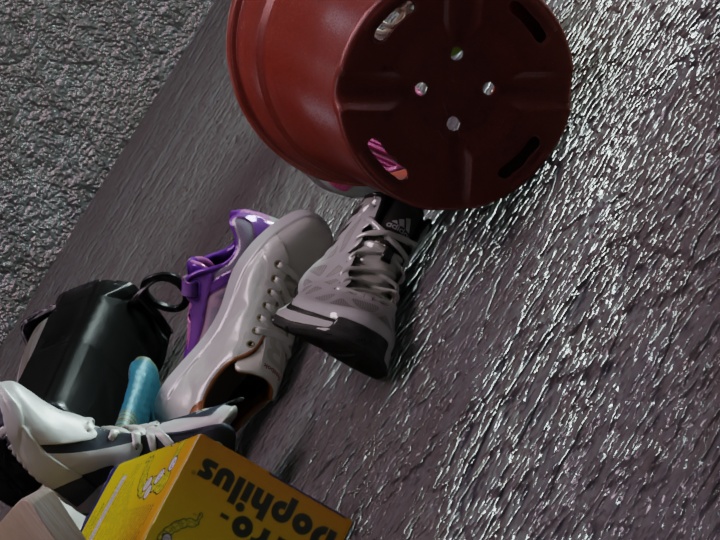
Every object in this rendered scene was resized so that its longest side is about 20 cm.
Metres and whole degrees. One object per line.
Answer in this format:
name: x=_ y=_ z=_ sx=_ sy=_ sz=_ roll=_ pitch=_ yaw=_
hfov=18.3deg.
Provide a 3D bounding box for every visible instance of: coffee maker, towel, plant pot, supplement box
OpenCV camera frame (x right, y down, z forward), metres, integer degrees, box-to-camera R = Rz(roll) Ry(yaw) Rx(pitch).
coffee maker: x=-0.259 y=0.106 z=2.079 sx=0.192 sy=0.135 sz=0.200 roll=-50 pitch=16 yaw=34
towel: x=-0.169 y=0.176 z=1.636 sx=0.200 sy=0.022 sz=0.147 roll=-77 pitch=-16 yaw=-54
plant pot: x=0.033 y=-0.129 z=1.397 sx=0.201 sy=0.201 sz=0.195 roll=-58 pitch=21 yaw=5
supplement box: x=-0.104 y=0.180 z=1.351 sx=0.110 sy=0.109 sz=0.200 roll=-63 pitch=14 yaw=-18

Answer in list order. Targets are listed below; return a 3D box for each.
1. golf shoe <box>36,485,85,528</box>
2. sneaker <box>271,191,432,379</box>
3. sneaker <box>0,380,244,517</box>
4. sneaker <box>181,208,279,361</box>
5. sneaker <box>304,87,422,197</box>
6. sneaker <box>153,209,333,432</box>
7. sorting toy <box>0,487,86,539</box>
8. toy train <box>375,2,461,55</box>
golf shoe: x=-0.246 y=0.250 z=1.849 sx=0.092 sy=0.073 sz=0.200 roll=-33 pitch=37 yaw=50
sneaker: x=0.000 y=0.000 z=1.447 sx=0.115 sy=0.076 sz=0.200 roll=-61 pitch=10 yaw=0
sneaker: x=-0.144 y=0.113 z=1.489 sx=0.130 sy=0.199 sz=0.079 roll=-48 pitch=5 yaw=-4
sneaker: x=-0.112 y=0.033 z=1.783 sx=0.200 sy=0.088 sz=0.080 roll=-58 pitch=14 yaw=10
sneaker: x=-0.005 y=-0.091 z=1.697 sx=0.088 sy=0.081 sz=0.200 roll=-55 pitch=5 yaw=22
sneaker: x=-0.068 y=0.049 z=1.660 sx=0.085 sy=0.073 sz=0.200 roll=20 pitch=75 yaw=52
sorting toy: x=-0.187 y=0.259 z=1.265 sx=0.070 sy=0.200 sz=0.199 roll=-25 pitch=-15 yaw=-44
toy train: x=0.058 y=-0.204 z=1.719 sx=0.200 sy=0.085 sz=0.116 roll=-51 pitch=28 yaw=32
